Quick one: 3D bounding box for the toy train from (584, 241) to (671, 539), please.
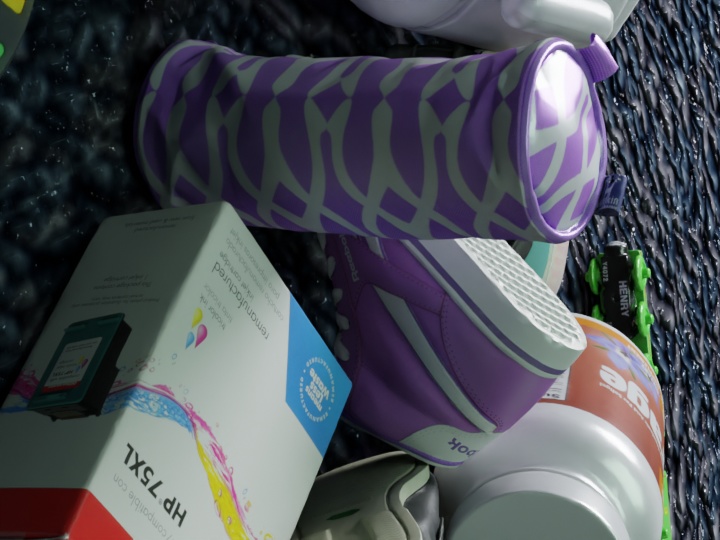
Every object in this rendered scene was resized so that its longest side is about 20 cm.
[{"bbox_3d":[0.170,0.083,1.144,0.056,0.041,0.202,4,81,-68],"label":"toy train"}]

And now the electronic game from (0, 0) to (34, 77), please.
[{"bbox_3d":[-0.175,-0.139,0.605,0.200,0.041,0.202,13,75,-58],"label":"electronic game"}]

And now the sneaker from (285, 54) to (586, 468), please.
[{"bbox_3d":[0.000,0.000,0.831,0.072,0.114,0.201,2,45,-54],"label":"sneaker"}]

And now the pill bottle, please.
[{"bbox_3d":[0.092,0.103,0.889,0.200,0.111,0.113,-64,140,-69],"label":"pill bottle"}]

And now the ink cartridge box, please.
[{"bbox_3d":[-0.084,0.087,0.696,0.116,0.067,0.201,57,42,-38],"label":"ink cartridge box"}]

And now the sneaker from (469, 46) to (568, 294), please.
[{"bbox_3d":[0.079,-0.077,0.985,0.080,0.071,0.201,25,66,-60],"label":"sneaker"}]

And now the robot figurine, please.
[{"bbox_3d":[0.061,-0.169,0.907,0.199,0.170,0.113,8,122,-40],"label":"robot figurine"}]

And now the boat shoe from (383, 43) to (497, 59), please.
[{"bbox_3d":[0.029,-0.012,0.906,0.074,0.063,0.203,-21,118,-76],"label":"boat shoe"}]

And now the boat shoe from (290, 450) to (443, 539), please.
[{"bbox_3d":[0.004,0.126,0.784,0.200,0.071,0.068,-85,159,-79],"label":"boat shoe"}]

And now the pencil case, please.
[{"bbox_3d":[0.004,-0.058,0.741,0.084,0.199,0.086,48,52,-53],"label":"pencil case"}]
